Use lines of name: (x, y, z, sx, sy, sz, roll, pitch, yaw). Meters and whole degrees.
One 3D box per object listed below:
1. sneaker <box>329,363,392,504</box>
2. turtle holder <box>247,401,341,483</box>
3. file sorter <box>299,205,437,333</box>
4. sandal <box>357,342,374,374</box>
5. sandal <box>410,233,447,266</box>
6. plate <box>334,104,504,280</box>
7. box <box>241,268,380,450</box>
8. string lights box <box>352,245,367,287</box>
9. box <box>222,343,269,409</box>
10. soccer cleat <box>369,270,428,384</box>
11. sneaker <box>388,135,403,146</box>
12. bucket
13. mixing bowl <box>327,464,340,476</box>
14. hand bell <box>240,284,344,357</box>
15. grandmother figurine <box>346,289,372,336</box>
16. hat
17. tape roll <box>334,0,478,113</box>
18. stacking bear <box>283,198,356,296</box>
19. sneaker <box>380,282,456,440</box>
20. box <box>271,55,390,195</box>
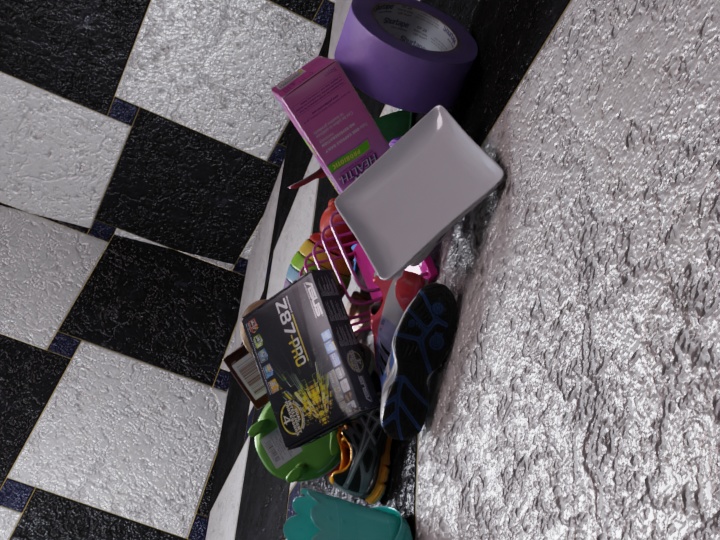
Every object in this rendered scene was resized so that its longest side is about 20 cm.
sneaker: (0.007, 0.223, 1.259, 0.078, 0.076, 0.202, 122, 159, -58)
turtle holder: (-0.071, 0.230, 1.348, 0.187, 0.140, 0.132, -63, -17, -4)
file sorter: (0.000, 0.000, 1.305, 0.140, 0.124, 0.200, 66, 154, 17)
sandal: (-0.033, 0.136, 1.281, 0.200, 0.057, 0.081, 11, 80, 59)
sandal: (0.114, -0.083, 1.199, 0.082, 0.050, 0.204, -35, 28, 50)
plate: (0.075, -0.099, 1.150, 0.199, 0.032, 0.200, -41, 40, 8)
box: (-0.071, 0.122, 1.210, 0.161, 0.049, 0.202, -32, 72, 36)
string lights box: (0.023, -0.048, 1.524, 0.200, 0.058, 0.104, -111, 36, -69)
box: (-0.135, 0.139, 1.450, 0.075, 0.101, 0.200, -35, 2, 18)
soccer cleat: (0.041, 0.084, 1.195, 0.067, 0.076, 0.202, -71, -8, -54)
sneaker: (0.054, -0.152, 1.448, 0.081, 0.083, 0.201, 117, 163, -44)
bucket: (-0.025, 0.378, 1.087, 0.207, 0.133, 0.209, -166, 90, -77)
mixing bowl: (-0.067, 0.242, 1.494, 0.200, 0.107, 0.202, -165, 90, -77)
hand bell: (-0.082, 0.062, 1.288, 0.199, 0.103, 0.105, -30, 44, 48)
grandmother figurine: (-0.016, 0.092, 1.555, 0.200, 0.060, 0.122, 126, 164, -53)
hat: (-0.015, -0.238, 1.627, 0.166, 0.174, 0.202, 160, 123, -75)
tape roll: (0.067, -0.323, 1.308, 0.201, 0.198, 0.085, -91, 20, -50)
stacking bear: (-0.056, -0.016, 1.468, 0.202, 0.121, 0.114, -66, -18, 7)
sneaker: (0.064, 0.109, 1.129, 0.077, 0.075, 0.202, -137, 66, -78)
box: (-0.035, -0.209, 1.334, 0.096, 0.201, 0.176, -35, 19, 0)
